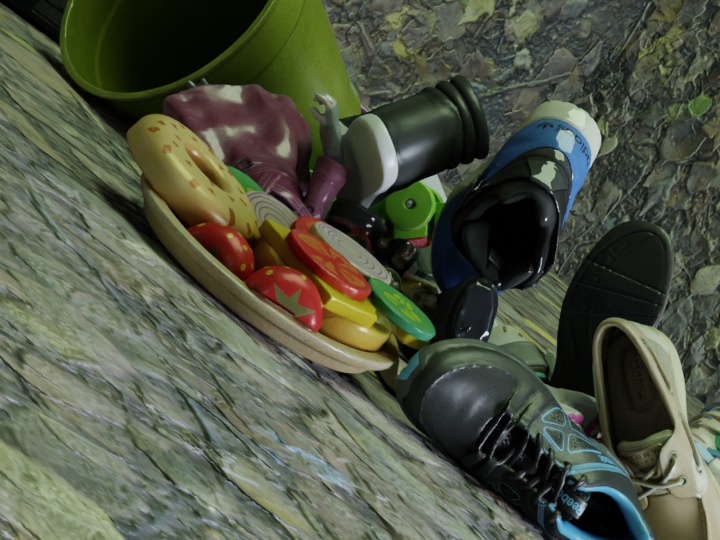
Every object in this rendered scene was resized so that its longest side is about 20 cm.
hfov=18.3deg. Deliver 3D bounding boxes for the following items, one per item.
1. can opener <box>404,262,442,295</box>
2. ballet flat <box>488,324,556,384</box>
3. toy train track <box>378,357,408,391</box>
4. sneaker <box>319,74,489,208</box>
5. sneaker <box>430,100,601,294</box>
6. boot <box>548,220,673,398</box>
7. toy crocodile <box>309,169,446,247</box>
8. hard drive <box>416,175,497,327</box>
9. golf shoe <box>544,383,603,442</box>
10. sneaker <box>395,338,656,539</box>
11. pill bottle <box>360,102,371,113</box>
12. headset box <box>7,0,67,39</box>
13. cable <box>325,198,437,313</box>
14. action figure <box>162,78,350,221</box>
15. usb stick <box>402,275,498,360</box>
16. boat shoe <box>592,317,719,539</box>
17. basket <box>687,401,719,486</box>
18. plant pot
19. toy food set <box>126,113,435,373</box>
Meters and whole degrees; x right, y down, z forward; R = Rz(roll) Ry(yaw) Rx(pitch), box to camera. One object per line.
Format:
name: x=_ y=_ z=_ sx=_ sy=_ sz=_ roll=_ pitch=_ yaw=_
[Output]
can opener: x=0.028 y=0.016 z=1.722 sx=0.053 sy=0.067 sz=0.200 roll=40 pitch=-4 yaw=-31
ballet flat: x=0.110 y=0.074 z=1.680 sx=0.200 sy=0.067 sz=0.064 roll=37 pitch=30 yaw=-72
toy train track: x=0.016 y=0.042 z=1.529 sx=0.115 sy=0.033 sz=0.200 roll=37 pitch=5 yaw=-19
sneaker: x=0.033 y=-0.087 z=1.558 sx=0.200 sy=0.099 sz=0.071 roll=169 pitch=-97 yaw=-77
sneaker: x=0.088 y=-0.020 z=1.522 sx=0.077 sy=0.200 sz=0.111 roll=36 pitch=47 yaw=-3
boot: x=0.192 y=0.070 z=1.687 sx=0.073 sy=0.201 sz=0.151 roll=14 pitch=-7 yaw=16
toy crocodile: x=0.000 y=-0.040 z=1.685 sx=0.199 sy=0.062 sz=0.068 roll=6 pitch=-2 yaw=9
hard drive: x=0.069 y=-0.005 z=1.814 sx=0.132 sy=0.027 sz=0.200 roll=9 pitch=59 yaw=-77
golf shoe: x=0.115 y=0.097 z=1.515 sx=0.091 sy=0.075 sz=0.200 roll=41 pitch=5 yaw=19
sneaker: x=0.108 y=0.111 z=1.366 sx=0.200 sy=0.073 sz=0.082 roll=35 pitch=9 yaw=-26
pill bottle: x=-0.043 y=-0.109 z=1.950 sx=0.112 sy=0.112 sz=0.200 roll=39 pitch=5 yaw=9
headset box: x=-0.256 y=-0.263 z=1.917 sx=0.174 sy=0.093 sz=0.200 roll=37 pitch=5 yaw=-23
cable: x=0.000 y=0.000 z=1.594 sx=0.097 sy=0.050 sz=0.200 roll=38 pitch=-13 yaw=-5
action figure: x=-0.076 y=-0.051 z=1.535 sx=0.200 sy=0.134 sz=0.149 roll=-114 pitch=-164 yaw=-53
usb stick: x=0.060 y=0.038 z=1.536 sx=0.033 sy=0.056 sz=0.200 roll=17 pitch=-7 yaw=-5
boat shoe: x=0.192 y=0.128 z=1.465 sx=0.065 sy=0.072 sz=0.201 roll=24 pitch=51 yaw=-59
basket: x=0.284 y=0.181 z=1.580 sx=0.176 sy=0.139 sz=0.200 roll=40 pitch=15 yaw=22
plant pot: x=-0.097 y=-0.158 z=1.731 sx=0.200 sy=0.200 sz=0.193 roll=44 pitch=-4 yaw=45
toy food set: x=-0.050 y=-0.010 z=1.355 sx=0.198 sy=0.049 sz=0.200 roll=25 pitch=17 yaw=-47
